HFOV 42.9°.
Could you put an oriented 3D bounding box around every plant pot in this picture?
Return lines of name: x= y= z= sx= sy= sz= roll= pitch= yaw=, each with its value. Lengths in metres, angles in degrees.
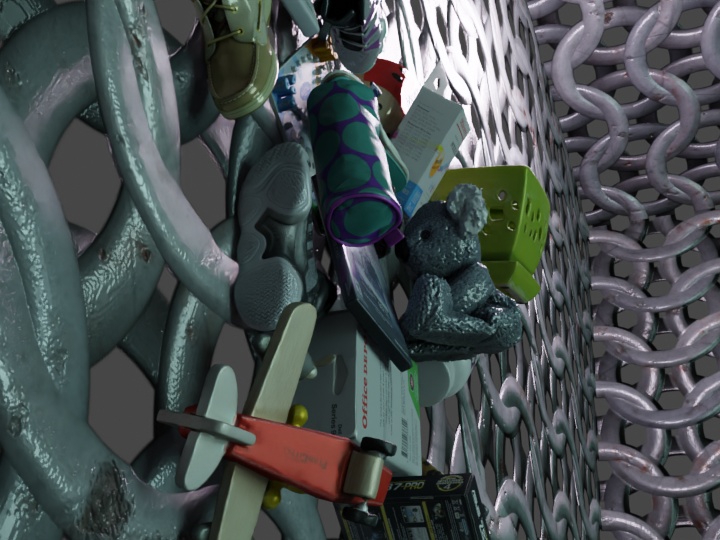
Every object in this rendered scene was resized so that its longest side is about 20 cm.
plant pot: x=0.189 y=-0.047 z=1.470 sx=0.199 sy=0.199 sz=0.182 roll=33 pitch=59 yaw=-64

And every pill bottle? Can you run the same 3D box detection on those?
pill bottle: x=0.109 y=0.116 z=1.295 sx=0.200 sy=0.112 sz=0.113 roll=-42 pitch=121 yaw=-66

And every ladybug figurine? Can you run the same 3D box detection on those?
ladybug figurine: x=0.038 y=-0.238 z=1.311 sx=0.200 sy=0.072 sz=0.136 roll=-66 pitch=141 yaw=-56

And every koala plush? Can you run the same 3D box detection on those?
koala plush: x=0.106 y=0.003 z=1.148 sx=0.183 sy=0.177 sz=0.201 roll=3 pitch=69 yaw=-23

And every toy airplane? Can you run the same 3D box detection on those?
toy airplane: x=-0.085 y=0.152 z=0.779 sx=0.200 sy=0.141 sz=0.200 roll=-28 pitch=100 yaw=-30

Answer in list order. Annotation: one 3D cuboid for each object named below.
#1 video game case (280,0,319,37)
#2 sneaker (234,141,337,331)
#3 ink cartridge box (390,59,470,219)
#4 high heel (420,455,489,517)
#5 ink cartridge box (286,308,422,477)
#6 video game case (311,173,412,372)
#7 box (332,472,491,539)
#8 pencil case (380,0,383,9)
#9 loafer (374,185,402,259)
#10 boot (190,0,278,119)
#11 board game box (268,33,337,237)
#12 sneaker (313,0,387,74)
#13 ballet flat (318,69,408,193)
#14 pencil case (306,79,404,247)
video game case: x=-0.110 y=-0.378 z=0.986 sx=0.200 sy=0.022 sz=0.183 roll=48 pitch=23 yaw=-55
sneaker: x=-0.072 y=-0.023 z=0.937 sx=0.114 sy=0.075 sz=0.201 roll=44 pitch=47 yaw=-60
ink cartridge box: x=0.091 y=-0.174 z=1.261 sx=0.200 sy=0.068 sz=0.115 roll=-60 pitch=167 yaw=1
high heel: x=0.099 y=0.246 z=1.171 sx=0.071 sy=0.142 sz=0.200 roll=61 pitch=29 yaw=-42
ink cartridge box: x=-0.003 y=0.146 z=1.026 sx=0.200 sy=0.084 sz=0.146 roll=47 pitch=38 yaw=-56
video game case: x=0.000 y=0.000 z=1.024 sx=0.143 sy=0.019 sz=0.200 roll=52 pitch=16 yaw=-46
box: x=0.071 y=0.329 z=1.039 sx=0.049 sy=0.161 sz=0.200 roll=-52 pitch=128 yaw=-62
pencil case: x=-0.030 y=-0.393 z=1.146 sx=0.200 sy=0.086 sz=0.083 roll=64 pitch=9 yaw=-51
loafer: x=0.026 y=-0.060 z=1.174 sx=0.200 sy=0.063 sz=0.072 roll=61 pitch=35 yaw=-67
boot: x=-0.139 y=-0.254 z=0.851 sx=0.155 sy=0.072 sz=0.200 roll=54 pitch=26 yaw=-52
board game box: x=-0.044 y=-0.173 z=1.135 sx=0.200 sy=0.026 sz=0.200 roll=-64 pitch=140 yaw=-57
sneaker: x=-0.019 y=-0.296 z=1.080 sx=0.200 sy=0.078 sz=0.140 roll=89 pitch=18 yaw=-45
ballet flat: x=-0.002 y=-0.175 z=1.128 sx=0.200 sy=0.069 sz=0.070 roll=54 pitch=33 yaw=-41
pencil case: x=-0.007 y=-0.119 z=0.992 sx=0.092 sy=0.085 sz=0.200 roll=34 pitch=34 yaw=-38
